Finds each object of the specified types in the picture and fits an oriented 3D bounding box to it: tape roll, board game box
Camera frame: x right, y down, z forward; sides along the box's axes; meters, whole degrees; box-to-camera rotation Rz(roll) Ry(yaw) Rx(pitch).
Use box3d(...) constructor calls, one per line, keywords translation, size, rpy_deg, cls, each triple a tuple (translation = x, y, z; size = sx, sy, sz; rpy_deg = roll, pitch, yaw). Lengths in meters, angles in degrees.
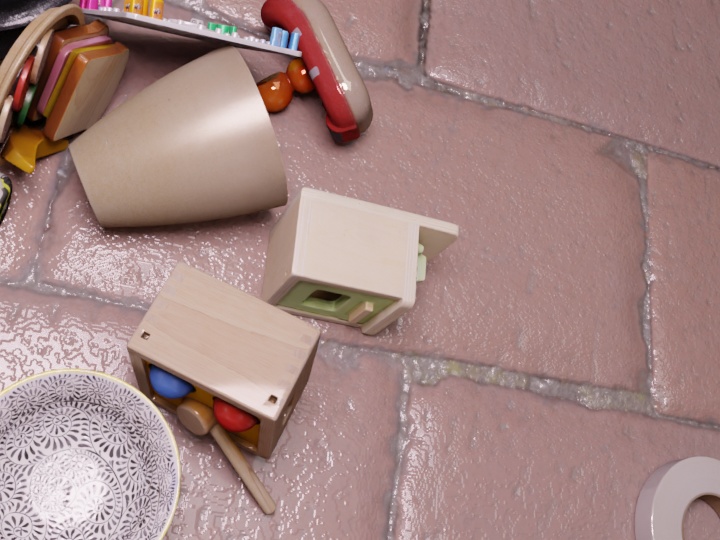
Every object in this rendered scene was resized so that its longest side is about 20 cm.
box3d(translation=(0.447, 0.345, 1.103), size=(0.201, 0.037, 0.204), rpy_deg=(8, 68, -21), cls="tape roll")
box3d(translation=(-0.194, -0.277, 0.954), size=(0.199, 0.200, 0.026), rpy_deg=(3, 104, -35), cls="board game box")

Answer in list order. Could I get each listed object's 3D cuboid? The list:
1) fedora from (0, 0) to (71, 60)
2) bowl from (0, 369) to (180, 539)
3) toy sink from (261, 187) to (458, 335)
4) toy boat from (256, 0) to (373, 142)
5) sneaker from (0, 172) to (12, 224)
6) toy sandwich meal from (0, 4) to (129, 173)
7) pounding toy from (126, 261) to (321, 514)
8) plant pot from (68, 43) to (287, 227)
box3d(translation=(-0.395, -0.294, 0.934), size=(0.199, 0.092, 0.202), rpy_deg=(1, 57, -2), cls="fedora")
box3d(translation=(-0.278, 0.203, 0.809), size=(0.199, 0.094, 0.202), rpy_deg=(7, 69, -19), cls="bowl")
box3d(translation=(0.000, 0.000, 0.987), size=(0.199, 0.130, 0.113), rpy_deg=(12, 67, -19), cls="toy sink")
box3d(translation=(-0.075, -0.244, 1.062), size=(0.130, 0.131, 0.201), rpy_deg=(-26, 82, 1), cls="toy boat")
box3d(translation=(-0.427, -0.030, 0.850), size=(0.076, 0.075, 0.201), rpy_deg=(35, 61, -8), cls="sneaker")
box3d(translation=(-0.318, -0.184, 0.891), size=(0.070, 0.205, 0.206), rpy_deg=(28, 63, -8), cls="toy sandwich meal")
box3d(translation=(-0.135, 0.128, 0.871), size=(0.183, 0.200, 0.143), rpy_deg=(26, 63, 4), cls="pounding toy")
box3d(translation=(-0.205, -0.125, 0.933), size=(0.199, 0.187, 0.188), rpy_deg=(-22, 81, -13), cls="plant pot")
